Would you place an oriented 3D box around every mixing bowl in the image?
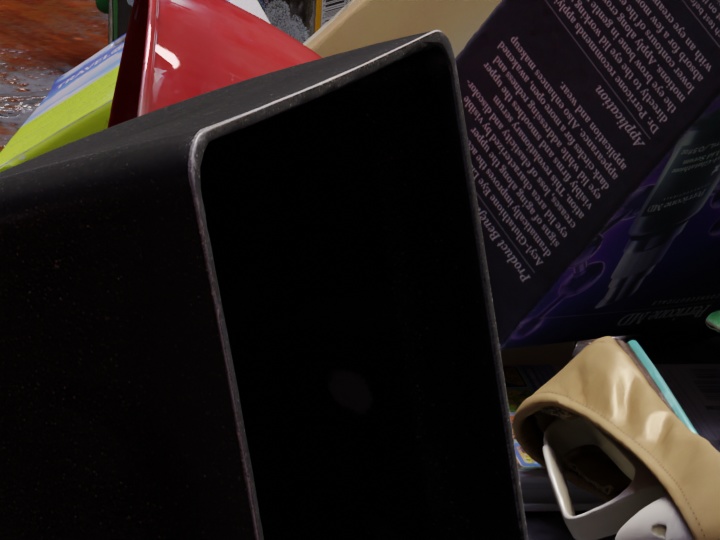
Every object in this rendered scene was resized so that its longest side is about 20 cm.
[{"bbox_3d":[-0.046,-0.009,1.110,0.108,0.201,0.200,9,14,-9],"label":"mixing bowl"}]

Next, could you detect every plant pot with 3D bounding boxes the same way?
[{"bbox_3d":[-0.071,0.046,0.921,0.177,0.201,0.199,-5,11,25],"label":"plant pot"}]

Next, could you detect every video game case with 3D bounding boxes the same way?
[{"bbox_3d":[0.071,0.065,1.165,0.199,0.018,0.143,0,16,-7],"label":"video game case"}]

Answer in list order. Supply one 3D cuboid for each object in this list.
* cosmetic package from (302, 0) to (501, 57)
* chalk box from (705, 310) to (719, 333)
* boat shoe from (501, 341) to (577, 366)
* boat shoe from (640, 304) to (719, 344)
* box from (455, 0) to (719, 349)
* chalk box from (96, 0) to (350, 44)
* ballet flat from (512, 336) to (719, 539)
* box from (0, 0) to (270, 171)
[{"bbox_3d":[0.009,-0.097,1.434,0.200,0.071,0.105,-41,6,14],"label":"cosmetic package"},{"bbox_3d":[0.233,0.015,1.128,0.199,0.124,0.125,1,17,-28],"label":"chalk box"},{"bbox_3d":[0.000,0.003,1.278,0.200,0.074,0.063,11,23,6],"label":"boat shoe"},{"bbox_3d":[0.177,-0.010,1.381,0.068,0.084,0.200,14,34,15],"label":"boat shoe"},{"bbox_3d":[0.126,-0.072,1.188,0.148,0.200,0.104,-6,52,-47],"label":"box"},{"bbox_3d":[-0.077,-0.182,1.830,0.199,0.125,0.124,13,19,32],"label":"chalk box"},{"bbox_3d":[0.109,0.087,1.019,0.063,0.069,0.200,-27,26,-6],"label":"ballet flat"},{"bbox_3d":[-0.105,-0.081,1.402,0.122,0.048,0.200,-29,12,11],"label":"box"}]
